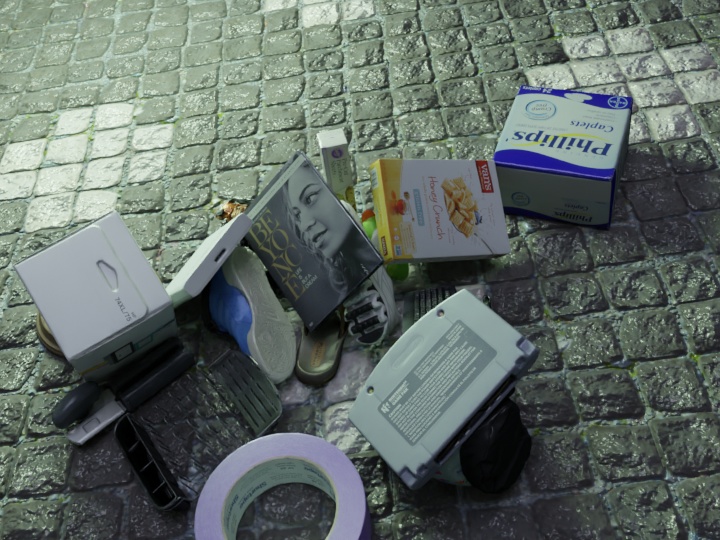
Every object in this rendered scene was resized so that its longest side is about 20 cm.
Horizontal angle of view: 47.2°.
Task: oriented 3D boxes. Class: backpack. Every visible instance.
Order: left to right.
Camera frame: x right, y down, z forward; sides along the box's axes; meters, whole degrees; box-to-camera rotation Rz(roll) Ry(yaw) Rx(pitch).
[{"bbox_3d":[0.090,0.176,0.979,0.199,0.167,0.127,22,60,33],"label":"backpack"}]

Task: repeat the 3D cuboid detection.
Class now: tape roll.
[{"bbox_3d":[-0.088,0.293,0.960,0.198,0.066,0.201,-4,47,5],"label":"tape roll"}]

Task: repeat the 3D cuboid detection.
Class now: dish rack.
[{"bbox_3d":[-0.201,0.193,1.048,0.200,0.055,0.153,-42,54,-6],"label":"dish rack"}]

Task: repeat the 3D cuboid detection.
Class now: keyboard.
[{"bbox_3d":[0.117,0.053,1.063,0.126,0.021,0.200,-3,16,4],"label":"keyboard"}]

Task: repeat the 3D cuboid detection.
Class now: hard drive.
[{"bbox_3d":[-0.224,-0.009,1.170,0.026,0.200,0.132,40,70,-13],"label":"hard drive"}]

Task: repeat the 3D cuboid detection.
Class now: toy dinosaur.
[{"bbox_3d":[-0.131,-0.047,1.214,0.102,0.136,0.200,-35,45,-18],"label":"toy dinosaur"}]

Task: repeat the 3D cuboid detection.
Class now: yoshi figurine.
[{"bbox_3d":[0.053,-0.039,1.230,0.198,0.112,0.113,-11,87,-19],"label":"yoshi figurine"}]

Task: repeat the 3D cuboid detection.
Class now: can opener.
[{"bbox_3d":[-0.321,0.155,1.117,0.200,0.067,0.053,-38,54,-23],"label":"can opener"}]

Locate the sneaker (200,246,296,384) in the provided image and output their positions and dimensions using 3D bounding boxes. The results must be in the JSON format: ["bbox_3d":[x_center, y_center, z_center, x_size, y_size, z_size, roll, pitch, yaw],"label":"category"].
[{"bbox_3d":[-0.163,0.079,1.159,0.076,0.111,0.201,-10,68,-44],"label":"sneaker"}]

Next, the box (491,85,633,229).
[{"bbox_3d":[0.316,-0.182,1.287,0.182,0.105,0.201,11,52,19],"label":"box"}]

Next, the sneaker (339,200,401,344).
[{"bbox_3d":[0.000,0.000,1.145,0.075,0.202,0.081,-19,-1,36],"label":"sneaker"}]

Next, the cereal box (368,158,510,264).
[{"bbox_3d":[0.115,-0.086,1.175,0.198,0.039,0.145,-4,80,-26],"label":"cereal box"}]

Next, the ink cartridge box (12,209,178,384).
[{"bbox_3d":[-0.344,0.044,1.100,0.145,0.200,0.147,-31,81,-18],"label":"ink cartridge box"}]

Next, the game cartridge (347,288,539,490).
[{"bbox_3d":[0.084,0.123,0.906,0.200,0.041,0.133,-47,55,-1],"label":"game cartridge"}]

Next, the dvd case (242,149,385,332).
[{"bbox_3d":[-0.074,-0.041,1.124,0.149,0.016,0.201,-45,70,23],"label":"dvd case"}]

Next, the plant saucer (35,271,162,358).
[{"bbox_3d":[-0.399,0.047,1.253,0.198,0.030,0.201,-5,47,5],"label":"plant saucer"}]

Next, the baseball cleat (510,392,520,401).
[{"bbox_3d":[0.120,0.128,1.080,0.106,0.070,0.200,-27,40,-7],"label":"baseball cleat"}]

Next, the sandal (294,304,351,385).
[{"bbox_3d":[-0.055,0.067,1.160,0.081,0.055,0.201,4,50,12],"label":"sandal"}]

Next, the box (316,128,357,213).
[{"bbox_3d":[-0.029,-0.115,1.220,0.041,0.201,0.039,-12,44,-5],"label":"box"}]
